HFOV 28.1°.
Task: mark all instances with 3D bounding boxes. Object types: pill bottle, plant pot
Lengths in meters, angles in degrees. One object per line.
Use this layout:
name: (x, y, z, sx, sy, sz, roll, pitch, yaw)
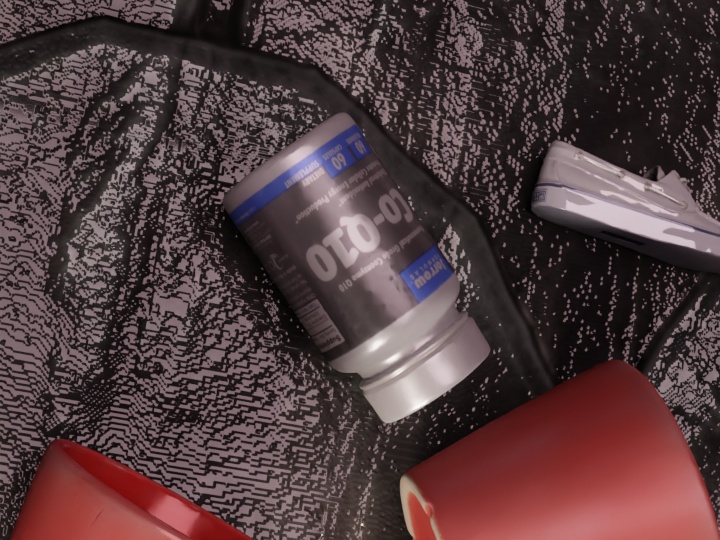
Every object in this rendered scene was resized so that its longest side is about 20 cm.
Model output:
pill bottle: (0.000, 0.000, 1.026, 0.113, 0.114, 0.201, -36, 93, -20)
plant pot: (0.132, 0.181, 1.008, 0.175, 0.200, 0.203, -17, 86, -9)
plant pot: (-0.153, 0.230, 0.898, 0.199, 0.200, 0.179, 32, 84, -11)

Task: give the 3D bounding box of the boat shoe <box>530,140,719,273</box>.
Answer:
boat shoe: (0.233, -0.050, 1.133, 0.198, 0.073, 0.066, 18, 80, -16)
